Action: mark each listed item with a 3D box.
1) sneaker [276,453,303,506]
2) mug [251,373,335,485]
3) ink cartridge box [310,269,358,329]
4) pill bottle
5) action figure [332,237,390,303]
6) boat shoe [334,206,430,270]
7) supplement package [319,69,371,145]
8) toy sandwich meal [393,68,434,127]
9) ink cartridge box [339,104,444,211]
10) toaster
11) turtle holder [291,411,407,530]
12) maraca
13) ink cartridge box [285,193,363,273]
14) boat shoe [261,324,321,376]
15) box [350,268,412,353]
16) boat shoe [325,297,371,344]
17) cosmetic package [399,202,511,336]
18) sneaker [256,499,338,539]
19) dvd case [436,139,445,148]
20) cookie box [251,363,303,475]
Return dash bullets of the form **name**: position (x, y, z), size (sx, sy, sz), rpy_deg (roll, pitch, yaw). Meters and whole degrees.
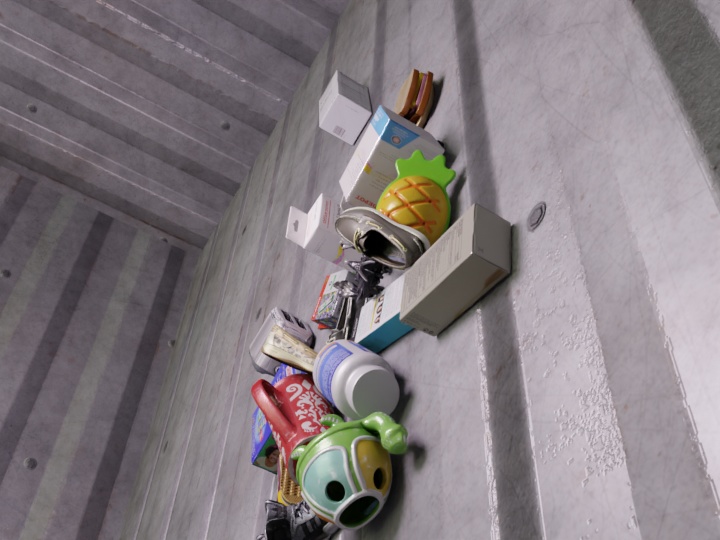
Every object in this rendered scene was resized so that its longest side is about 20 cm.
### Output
- **sneaker**: position (-0.124, 0.398, 1.482), size (0.200, 0.073, 0.092), rpy_deg (-85, 7, -71)
- **mug**: position (-0.116, 0.289, 1.454), size (0.200, 0.174, 0.136), rpy_deg (-126, 48, -64)
- **ink cartridge box**: position (-0.060, 0.065, 1.755), size (0.199, 0.050, 0.111), rpy_deg (-17, 51, 66)
- **pill bottle**: position (-0.006, 0.186, 1.353), size (0.114, 0.111, 0.200), rpy_deg (-66, 18, -2)
- **action figure**: position (0.000, 0.000, 1.491), size (0.200, 0.100, 0.121), rpy_deg (34, -109, -80)
- **boat shoe**: position (0.025, -0.055, 1.371), size (0.200, 0.060, 0.073), rpy_deg (23, 126, 37)
- **supplement package**: position (-0.045, -0.462, 2.278), size (0.110, 0.112, 0.201), rpy_deg (-55, 20, 26)
- **toy sandwich meal**: position (0.097, -0.357, 1.813), size (0.206, 0.069, 0.207), rpy_deg (-54, 22, 32)
- **ink cartridge box**: position (0.050, -0.191, 1.567), size (0.202, 0.127, 0.126), rpy_deg (-59, 19, 17)
- **toaster**: position (-0.185, 0.171, 1.882), size (0.131, 0.112, 0.200), rpy_deg (-60, 16, 4)
- **turtle holder**: position (-0.004, 0.301, 1.212), size (0.183, 0.142, 0.132), rpy_deg (-25, 40, -3)
- **maraca**: position (0.097, -0.117, 1.429), size (0.107, 0.135, 0.203), rpy_deg (63, -137, -72)
- **ink cartridge box**: position (-0.050, -0.079, 1.670), size (0.068, 0.198, 0.118), rpy_deg (-51, 23, 35)
- **boat shoe**: position (-0.089, 0.160, 1.504), size (0.073, 0.197, 0.064), rpy_deg (71, -139, -73)
- **box**: position (0.050, 0.080, 1.428), size (0.200, 0.049, 0.083), rpy_deg (-41, 30, 52)
- **boat shoe**: position (-0.034, 0.138, 1.569), size (0.070, 0.063, 0.203), rpy_deg (-24, 46, 63)
- **cosmetic package**: position (0.143, 0.003, 1.231), size (0.200, 0.070, 0.107), rpy_deg (-46, 26, 46)
- **sneaker**: position (-0.096, 0.399, 1.334), size (0.202, 0.112, 0.076), rpy_deg (-59, 19, 18)
- **dvd case**: position (0.101, -0.145, 1.609), size (0.150, 0.024, 0.203), rpy_deg (-31, 38, 60)
- **cookie box**: position (-0.154, 0.292, 1.693), size (0.202, 0.074, 0.172), rpy_deg (-59, 19, 19)
